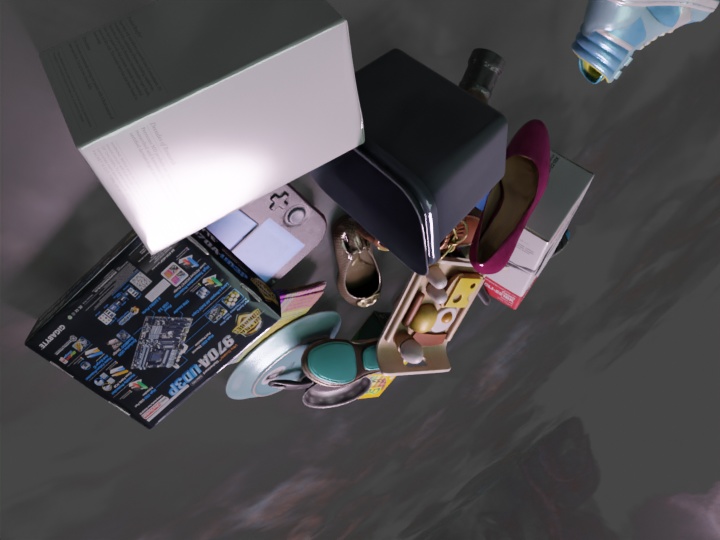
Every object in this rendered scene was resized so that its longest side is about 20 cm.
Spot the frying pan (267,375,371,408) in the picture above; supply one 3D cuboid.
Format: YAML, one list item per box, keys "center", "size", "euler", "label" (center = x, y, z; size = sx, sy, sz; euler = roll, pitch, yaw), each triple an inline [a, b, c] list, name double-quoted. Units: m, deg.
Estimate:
- center: [-0.071, 0.185, 0.928]
  size: [0.187, 0.031, 0.115]
  euler: [3, 142, -27]
  label: "frying pan"

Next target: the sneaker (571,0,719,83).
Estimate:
- center: [0.341, -0.297, 0.739]
  size: [0.197, 0.080, 0.132]
  euler: [-6, 136, -25]
  label: "sneaker"

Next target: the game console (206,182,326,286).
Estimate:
- center: [-0.144, -0.024, 0.657]
  size: [0.200, 0.031, 0.177]
  euler: [-42, 148, 6]
  label: "game console"

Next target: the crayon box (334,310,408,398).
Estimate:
- center: [0.018, 0.160, 1.034]
  size: [0.125, 0.052, 0.201]
  euler: [6, 128, -48]
  label: "crayon box"

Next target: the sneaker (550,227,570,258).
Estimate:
- center: [0.272, -0.024, 1.044]
  size: [0.198, 0.074, 0.082]
  euler: [-29, 164, -3]
  label: "sneaker"

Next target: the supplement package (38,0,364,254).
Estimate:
- center: [-0.113, -0.131, 0.463]
  size: [0.198, 0.122, 0.120]
  euler: [-29, 147, -11]
  label: "supplement package"

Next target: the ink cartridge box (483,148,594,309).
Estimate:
- center: [0.253, -0.058, 0.892]
  size: [0.145, 0.083, 0.201]
  euler: [-50, 160, -24]
  label: "ink cartridge box"

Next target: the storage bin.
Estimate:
- center: [0.043, -0.113, 0.584]
  size: [0.134, 0.200, 0.146]
  euler: [-38, 149, -14]
  label: "storage bin"

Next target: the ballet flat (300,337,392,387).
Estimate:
- center: [-0.021, 0.134, 0.875]
  size: [0.198, 0.069, 0.067]
  euler: [6, 168, -42]
  label: "ballet flat"

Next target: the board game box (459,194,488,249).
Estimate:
- center: [0.118, -0.101, 0.812]
  size: [0.156, 0.039, 0.201]
  euler: [-27, 142, -6]
  label: "board game box"

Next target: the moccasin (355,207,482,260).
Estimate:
- center: [0.090, -0.051, 0.747]
  size: [0.199, 0.078, 0.074]
  euler: [5, 128, -39]
  label: "moccasin"

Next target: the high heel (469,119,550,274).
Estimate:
- center: [0.185, -0.091, 0.723]
  size: [0.096, 0.066, 0.203]
  euler: [3, 101, -71]
  label: "high heel"

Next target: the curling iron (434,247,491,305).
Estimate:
- center: [0.152, 0.005, 0.891]
  size: [0.050, 0.026, 0.200]
  euler: [-44, 139, 7]
  label: "curling iron"

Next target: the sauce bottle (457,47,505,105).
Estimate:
- center: [0.104, -0.143, 0.661]
  size: [0.066, 0.065, 0.202]
  euler: [26, 89, -55]
  label: "sauce bottle"

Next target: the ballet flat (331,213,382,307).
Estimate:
- center: [0.000, 0.000, 0.813]
  size: [0.067, 0.047, 0.201]
  euler: [-28, 147, -12]
  label: "ballet flat"

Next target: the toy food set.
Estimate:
- center: [0.119, 0.068, 0.858]
  size: [0.142, 0.061, 0.202]
  euler: [3, 125, -36]
  label: "toy food set"

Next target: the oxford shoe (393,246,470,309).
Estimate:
- center: [0.146, 0.021, 0.957]
  size: [0.200, 0.074, 0.071]
  euler: [-45, 145, 11]
  label: "oxford shoe"

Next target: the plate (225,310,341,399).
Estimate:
- center: [-0.104, 0.133, 0.870]
  size: [0.199, 0.026, 0.201]
  euler: [-33, 159, -14]
  label: "plate"

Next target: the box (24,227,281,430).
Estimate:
- center: [-0.203, 0.049, 0.600]
  size: [0.199, 0.046, 0.159]
  euler: [-40, 117, 11]
  label: "box"

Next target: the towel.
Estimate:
- center: [-0.137, 0.070, 0.750]
  size: [0.144, 0.023, 0.199]
  euler: [-49, 159, 30]
  label: "towel"
